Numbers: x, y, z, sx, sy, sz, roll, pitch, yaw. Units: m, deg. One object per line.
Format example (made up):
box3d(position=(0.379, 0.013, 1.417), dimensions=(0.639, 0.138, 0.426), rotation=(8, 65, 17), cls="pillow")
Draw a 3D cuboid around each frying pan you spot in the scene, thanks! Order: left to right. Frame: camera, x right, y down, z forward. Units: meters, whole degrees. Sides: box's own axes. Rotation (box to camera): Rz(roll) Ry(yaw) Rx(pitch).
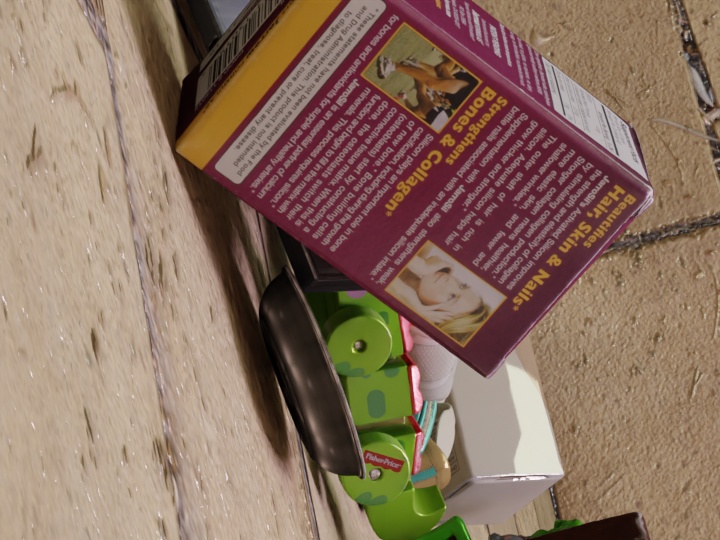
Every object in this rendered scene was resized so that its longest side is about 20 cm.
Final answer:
box3d(position=(-0.035, 0.035, 1.504), dimensions=(0.190, 0.031, 0.115), rotation=(-121, -167, -55), cls="frying pan")

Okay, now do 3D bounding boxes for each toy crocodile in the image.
box3d(position=(0.007, 0.058, 1.583), dimensions=(0.068, 0.062, 0.201), rotation=(-123, -156, -66), cls="toy crocodile")

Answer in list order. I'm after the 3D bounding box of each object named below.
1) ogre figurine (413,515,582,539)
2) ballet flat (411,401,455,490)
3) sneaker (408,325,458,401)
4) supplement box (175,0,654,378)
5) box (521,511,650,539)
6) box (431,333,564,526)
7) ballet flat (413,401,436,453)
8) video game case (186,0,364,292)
box3d(position=(0.087, 0.198, 1.829), dimensions=(0.200, 0.119, 0.098), rotation=(-91, 169, -63), cls="ogre figurine")
box3d(position=(0.028, 0.092, 1.812), dimensions=(0.200, 0.063, 0.069), rotation=(-94, 168, -65), cls="ballet flat")
box3d(position=(0.000, 0.000, 1.687), dimensions=(0.200, 0.075, 0.092), rotation=(-121, -153, -45), cls="sneaker")
box3d(position=(0.026, -0.066, 1.436), dimensions=(0.200, 0.131, 0.103), rotation=(37, 18, -15), cls="supplement box")
box3d(position=(0.110, 0.267, 1.623), dimensions=(0.200, 0.164, 0.166), rotation=(68, 9, -51), cls="box")
box3d(position=(0.063, 0.065, 1.979), dimensions=(0.095, 0.077, 0.201), rotation=(-42, -125, 53), cls="box")
box3d(position=(0.005, 0.038, 1.745), dimensions=(0.070, 0.067, 0.201), rotation=(93, -12, -65), cls="ballet flat")
box3d(position=(-0.008, -0.080, 1.550), dimensions=(0.143, 0.019, 0.201), rotation=(-2, 60, -41), cls="video game case")
